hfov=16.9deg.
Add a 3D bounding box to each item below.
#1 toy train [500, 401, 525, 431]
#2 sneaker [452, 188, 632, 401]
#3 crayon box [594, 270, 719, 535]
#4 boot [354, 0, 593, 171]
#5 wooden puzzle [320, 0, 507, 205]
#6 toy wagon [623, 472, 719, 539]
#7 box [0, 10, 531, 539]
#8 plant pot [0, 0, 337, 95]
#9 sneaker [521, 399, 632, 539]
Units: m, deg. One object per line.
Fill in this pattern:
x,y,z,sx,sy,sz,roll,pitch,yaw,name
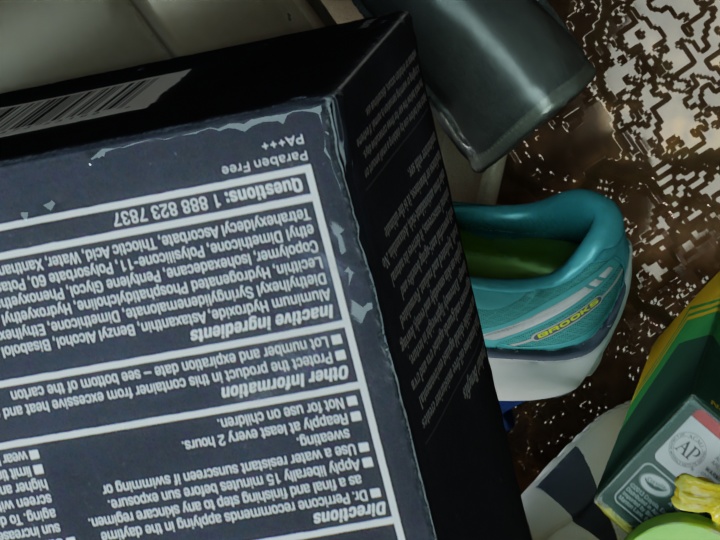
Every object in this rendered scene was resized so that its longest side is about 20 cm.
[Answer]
-0.006,0.072,0.965,0.200,0.034,0.046,-29,100,15,toy train
0.000,0.000,0.869,0.200,0.078,0.080,-5,140,-13,sneaker
0.186,0.097,0.862,0.200,0.173,0.058,40,112,0,crayon box
0.000,-0.129,0.811,0.073,0.182,0.200,-30,85,6,boot
-0.029,-0.103,0.936,0.200,0.037,0.185,15,104,12,wooden puzzle
0.078,0.156,0.786,0.155,0.040,0.200,27,99,4,toy wagon
-0.067,0.048,0.707,0.200,0.123,0.199,-9,105,15,box
-0.110,-0.076,0.821,0.175,0.200,0.200,-35,94,4,plant pot
0.094,0.137,0.879,0.130,0.199,0.080,43,133,13,sneaker
